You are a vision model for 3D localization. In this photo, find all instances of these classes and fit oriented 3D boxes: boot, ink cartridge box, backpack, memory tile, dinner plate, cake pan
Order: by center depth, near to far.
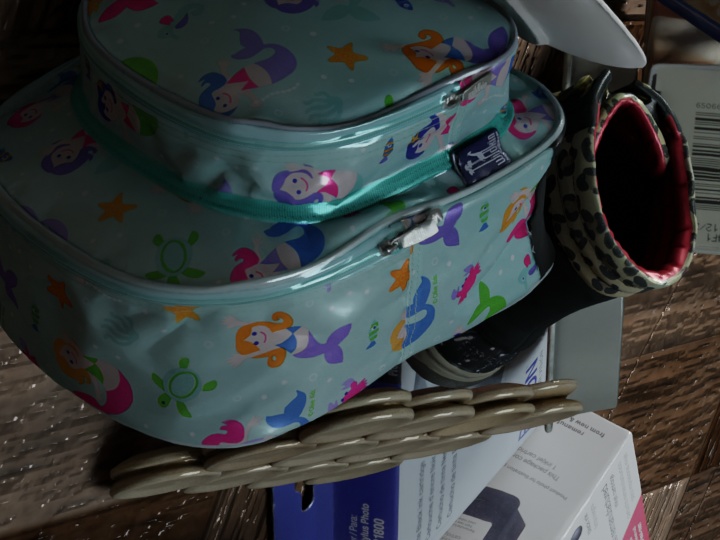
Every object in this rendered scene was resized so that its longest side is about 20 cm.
[{"bbox_3d":[-0.039,-0.035,1.078,0.200,0.177,0.151,-35,142,-29],"label":"backpack"},{"bbox_3d":[0.024,-0.135,1.082,0.024,0.200,0.200,-49,155,0],"label":"dinner plate"},{"bbox_3d":[0.067,-0.066,1.203,0.073,0.153,0.205,2,75,-33],"label":"boot"},{"bbox_3d":[-0.003,0.074,1.303,0.200,0.153,0.017,3,72,-57],"label":"memory tile"},{"bbox_3d":[0.114,-0.020,1.445,0.200,0.036,0.202,4,90,-85],"label":"cake pan"},{"bbox_3d":[0.029,0.064,1.471,0.200,0.040,0.200,-45,150,-34],"label":"ink cartridge box"},{"bbox_3d":[0.071,0.183,1.618,0.200,0.084,0.145,-53,153,-22],"label":"ink cartridge box"}]

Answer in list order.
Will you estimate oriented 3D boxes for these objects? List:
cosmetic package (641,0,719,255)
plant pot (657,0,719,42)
[{"bbox_3d":[0.182,-0.098,1.449,0.200,0.087,0.104,-76,169,-61],"label":"cosmetic package"},{"bbox_3d":[0.228,-0.178,1.279,0.179,0.200,0.201,-11,128,-41],"label":"plant pot"}]
